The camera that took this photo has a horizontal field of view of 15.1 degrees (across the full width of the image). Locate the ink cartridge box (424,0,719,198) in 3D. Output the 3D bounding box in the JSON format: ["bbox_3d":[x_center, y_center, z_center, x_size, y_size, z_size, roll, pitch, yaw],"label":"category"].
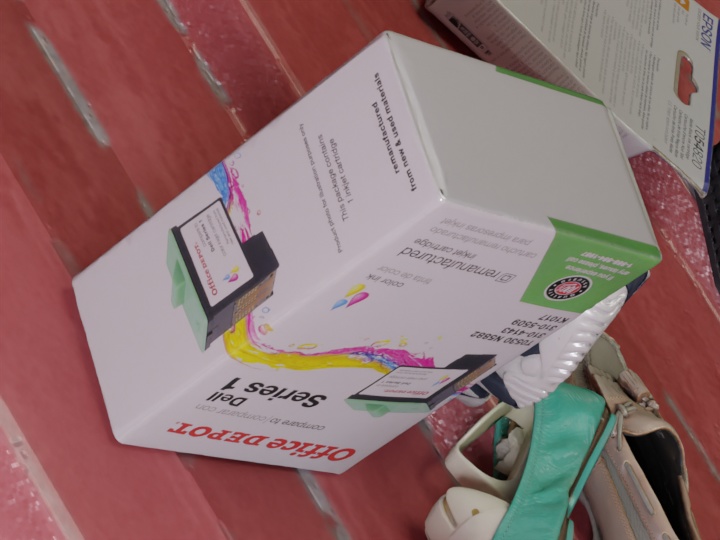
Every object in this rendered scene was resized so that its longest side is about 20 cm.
[{"bbox_3d":[0.130,-0.150,1.607,0.200,0.041,0.200,41,32,-18],"label":"ink cartridge box"}]

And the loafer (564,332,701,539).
[{"bbox_3d":[0.142,0.106,1.337,0.072,0.063,0.201,27,39,-36],"label":"loafer"}]

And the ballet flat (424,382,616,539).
[{"bbox_3d":[0.066,0.113,1.245,0.070,0.068,0.200,23,34,1],"label":"ballet flat"}]

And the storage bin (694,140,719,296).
[{"bbox_3d":[0.304,-0.008,1.640,0.199,0.094,0.136,30,37,-33],"label":"storage bin"}]

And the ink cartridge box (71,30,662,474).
[{"bbox_3d":[0.000,0.000,1.131,0.144,0.200,0.084,13,51,-46],"label":"ink cartridge box"}]

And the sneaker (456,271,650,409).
[{"bbox_3d":[0.045,-0.008,1.234,0.130,0.080,0.199,43,-10,-6],"label":"sneaker"}]
